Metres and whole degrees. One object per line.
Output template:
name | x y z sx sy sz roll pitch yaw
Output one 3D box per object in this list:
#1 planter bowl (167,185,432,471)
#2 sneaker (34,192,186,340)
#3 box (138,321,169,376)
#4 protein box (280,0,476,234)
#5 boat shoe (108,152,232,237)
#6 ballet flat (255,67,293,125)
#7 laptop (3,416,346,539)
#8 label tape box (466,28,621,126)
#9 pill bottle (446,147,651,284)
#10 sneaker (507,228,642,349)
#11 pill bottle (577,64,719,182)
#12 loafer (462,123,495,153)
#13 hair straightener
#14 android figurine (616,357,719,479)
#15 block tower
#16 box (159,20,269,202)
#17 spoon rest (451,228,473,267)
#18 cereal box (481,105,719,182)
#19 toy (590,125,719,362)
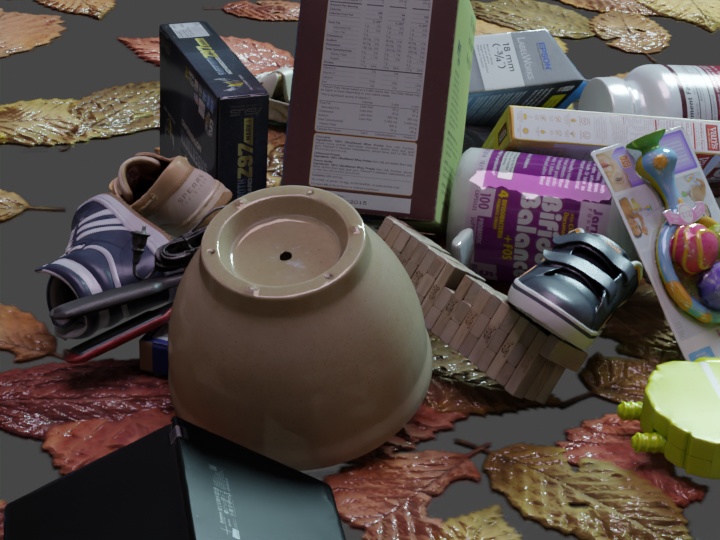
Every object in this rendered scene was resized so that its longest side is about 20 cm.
planter bowl | -0.049 0.025 1.382 0.198 0.135 0.201 -3 43 2
sneaker | -0.225 -0.004 1.565 0.108 0.071 0.200 -26 25 -22
box | -0.058 0.060 1.491 0.198 0.033 0.121 10 27 18
protein box | 0.018 -0.142 1.646 0.134 0.202 0.199 6 -1 7
boat shoe | -0.176 -0.069 1.624 0.074 0.069 0.200 -52 21 -20
ballet flat | -0.060 -0.176 1.942 0.199 0.063 0.067 19 30 31
laptop | -0.116 0.195 1.234 0.199 0.116 0.188 25 19 -21
label tape box | 0.133 -0.178 1.874 0.199 0.064 0.144 -8 -16 -22
pill bottle | 0.179 -0.038 1.624 0.198 0.113 0.112 7 26 11
sneaker | 0.168 0.009 1.476 0.078 0.080 0.200 34 8 9
pill bottle | 0.314 -0.140 1.830 0.198 0.114 0.113 -1 25 -18
loafer | 0.101 -0.109 1.833 0.199 0.073 0.063 -3 6 -25
hair straightener | -0.148 0.000 1.470 0.199 0.077 0.041 -23 13 -16
android figurine | 0.291 0.112 1.406 0.198 0.041 0.182 -1 26 -9
block tower | 0.080 0.030 1.485 0.200 0.058 0.054 36 8 34
box | -0.134 -0.117 1.703 0.051 0.159 0.200 -7 28 -18
spoon rest | 0.000 0.000 1.609 0.199 0.061 0.099 -1 21 24
cereal box | 0.210 -0.098 1.716 0.198 0.144 0.040 3 70 -12
toy | 0.273 -0.023 1.527 0.115 0.047 0.201 -17 76 -38
